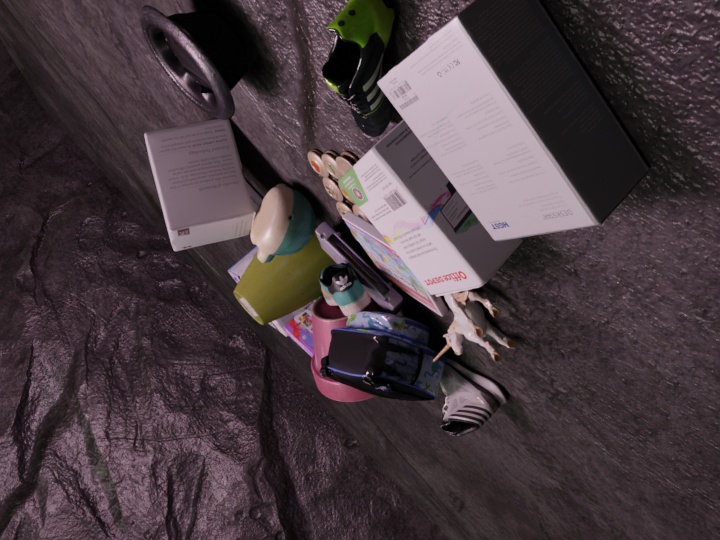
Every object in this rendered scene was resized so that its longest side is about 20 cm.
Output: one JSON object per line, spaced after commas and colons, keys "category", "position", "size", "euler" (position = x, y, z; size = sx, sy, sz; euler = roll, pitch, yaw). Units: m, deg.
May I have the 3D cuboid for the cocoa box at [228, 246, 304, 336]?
{"category": "cocoa box", "position": [-0.218, 0.043, 1.637], "size": [0.131, 0.133, 0.201], "euler": [19, 147, 57]}

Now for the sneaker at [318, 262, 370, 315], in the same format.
{"category": "sneaker", "position": [-0.038, 0.019, 1.143], "size": [0.080, 0.071, 0.200], "euler": [60, 170, -14]}

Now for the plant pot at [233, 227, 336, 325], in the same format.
{"category": "plant pot", "position": [-0.161, 0.014, 1.338], "size": [0.187, 0.200, 0.187], "euler": [41, 162, 17]}

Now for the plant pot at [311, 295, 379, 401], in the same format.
{"category": "plant pot", "position": [-0.020, 0.143, 1.336], "size": [0.199, 0.199, 0.180], "euler": [23, 135, 51]}

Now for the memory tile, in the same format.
{"category": "memory tile", "position": [-0.006, -0.107, 1.024], "size": [0.153, 0.017, 0.201], "euler": [20, 148, 55]}

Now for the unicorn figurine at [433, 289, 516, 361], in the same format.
{"category": "unicorn figurine", "position": [0.165, 0.079, 0.957], "size": [0.137, 0.073, 0.201], "euler": [40, 149, 52]}

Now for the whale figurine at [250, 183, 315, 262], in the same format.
{"category": "whale figurine", "position": [-0.154, -0.087, 1.237], "size": [0.103, 0.160, 0.200], "euler": [16, 170, -22]}

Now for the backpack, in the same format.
{"category": "backpack", "position": [0.056, 0.160, 1.179], "size": [0.199, 0.148, 0.182], "euler": [27, 163, -32]}

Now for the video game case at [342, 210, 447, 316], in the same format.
{"category": "video game case", "position": [0.059, -0.008, 1.024], "size": [0.143, 0.017, 0.200], "euler": [34, 168, 36]}

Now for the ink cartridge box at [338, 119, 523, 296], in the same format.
{"category": "ink cartridge box", "position": [0.081, -0.074, 0.780], "size": [0.200, 0.084, 0.145], "euler": [50, 162, -6]}

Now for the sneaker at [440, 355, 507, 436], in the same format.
{"category": "sneaker", "position": [0.166, 0.233, 1.184], "size": [0.200, 0.115, 0.076], "euler": [19, 147, 57]}

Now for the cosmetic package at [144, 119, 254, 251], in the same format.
{"category": "cosmetic package", "position": [-0.318, -0.166, 1.264], "size": [0.165, 0.164, 0.202], "euler": [139, 116, -73]}

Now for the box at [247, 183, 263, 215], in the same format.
{"category": "box", "position": [-0.274, -0.162, 1.488], "size": [0.200, 0.041, 0.156], "euler": [46, 162, 2]}

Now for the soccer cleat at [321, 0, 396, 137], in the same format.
{"category": "soccer cleat", "position": [-0.004, -0.210, 0.696], "size": [0.067, 0.081, 0.200], "euler": [40, 161, 19]}

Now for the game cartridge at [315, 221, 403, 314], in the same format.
{"category": "game cartridge", "position": [0.000, 0.000, 1.178], "size": [0.200, 0.038, 0.130], "euler": [44, 177, 9]}

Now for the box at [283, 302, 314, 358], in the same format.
{"category": "box", "position": [-0.069, 0.158, 1.532], "size": [0.200, 0.137, 0.039], "euler": [40, 161, 23]}

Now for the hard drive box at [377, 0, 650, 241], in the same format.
{"category": "hard drive box", "position": [0.128, -0.131, 0.567], "size": [0.200, 0.077, 0.156], "euler": [52, 162, -12]}

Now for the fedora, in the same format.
{"category": "fedora", "position": [-0.237, -0.329, 0.962], "size": [0.200, 0.092, 0.201], "euler": [42, 161, 17]}
